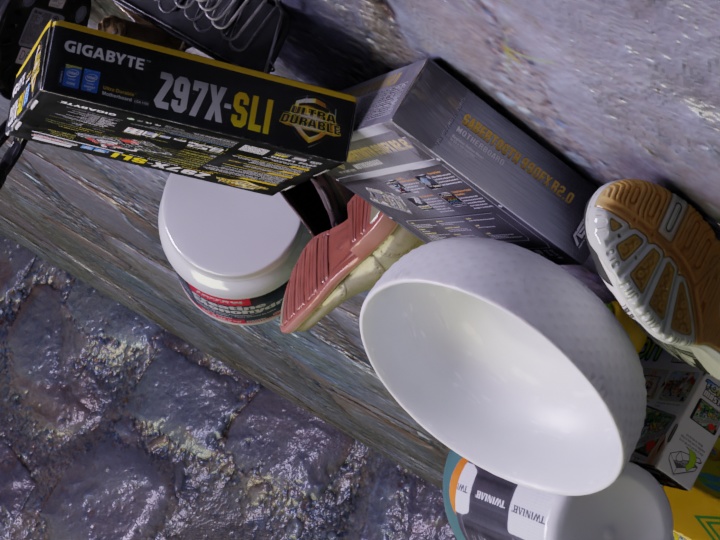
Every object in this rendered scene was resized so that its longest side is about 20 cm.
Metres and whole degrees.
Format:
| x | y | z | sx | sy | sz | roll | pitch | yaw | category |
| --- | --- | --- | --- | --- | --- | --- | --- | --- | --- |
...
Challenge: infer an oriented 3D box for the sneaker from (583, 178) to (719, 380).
| x | y | z | sx | sy | sz | roll | pitch | yaw | category |
| --- | --- | --- | --- | --- | --- | --- | --- | --- | --- |
| 0.187 | 0.015 | 0.871 | 0.200 | 0.076 | 0.087 | 40 | 166 | -31 | sneaker |

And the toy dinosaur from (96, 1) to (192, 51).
| x | y | z | sx | sy | sz | roll | pitch | yaw | category |
| --- | --- | --- | --- | --- | --- | --- | --- | --- | --- |
| -0.132 | -0.169 | 1.012 | 0.101 | 0.058 | 0.200 | 33 | -166 | -4 | toy dinosaur |

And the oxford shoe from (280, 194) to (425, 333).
| x | y | z | sx | sy | sz | roll | pitch | yaw | category |
| --- | --- | --- | --- | --- | --- | --- | --- | --- | --- |
| 0.000 | 0.000 | 1.147 | 0.073 | 0.071 | 0.200 | 20 | 141 | -24 | oxford shoe |

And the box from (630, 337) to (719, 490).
| x | y | z | sx | sy | sz | roll | pitch | yaw | category |
| --- | --- | --- | --- | --- | --- | --- | --- | --- | --- |
| 0.210 | 0.100 | 1.087 | 0.035 | 0.111 | 0.200 | 34 | 169 | -16 | box |

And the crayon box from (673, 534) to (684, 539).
| x | y | z | sx | sy | sz | roll | pitch | yaw | category |
| --- | --- | --- | --- | --- | --- | --- | --- | --- | --- |
| 0.405 | 0.280 | 1.459 | 0.172 | 0.059 | 0.200 | 28 | 168 | 24 | crayon box |

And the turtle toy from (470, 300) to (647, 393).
| x | y | z | sx | sy | sz | roll | pitch | yaw | category |
| --- | --- | --- | --- | --- | --- | --- | --- | --- | --- |
| 0.124 | 0.063 | 1.085 | 0.144 | 0.102 | 0.200 | 14 | 176 | -7 | turtle toy |

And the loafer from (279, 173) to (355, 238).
| x | y | z | sx | sy | sz | roll | pitch | yaw | category |
| --- | --- | --- | --- | --- | --- | --- | --- | --- | --- |
| -0.050 | -0.079 | 1.140 | 0.072 | 0.063 | 0.200 | 21 | 164 | 43 | loafer |

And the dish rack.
| x | y | z | sx | sy | sz | roll | pitch | yaw | category |
| --- | --- | --- | --- | --- | --- | --- | --- | --- | --- |
| -0.122 | -0.192 | 0.848 | 0.152 | 0.055 | 0.200 | 29 | 175 | 11 | dish rack |

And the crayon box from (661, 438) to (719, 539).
| x | y | z | sx | sy | sz | roll | pitch | yaw | category |
| --- | --- | --- | --- | --- | --- | --- | --- | --- | --- |
| 0.333 | 0.205 | 1.211 | 0.199 | 0.051 | 0.127 | 28 | -157 | 24 | crayon box |

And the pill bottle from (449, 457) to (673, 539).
| x | y | z | sx | sy | sz | roll | pitch | yaw | category |
| --- | --- | --- | --- | --- | --- | --- | --- | --- | --- |
| 0.137 | 0.179 | 1.061 | 0.106 | 0.107 | 0.200 | 35 | 169 | -18 | pill bottle |

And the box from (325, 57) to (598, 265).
| x | y | z | sx | sy | sz | roll | pitch | yaw | category |
| --- | --- | --- | --- | --- | --- | --- | --- | --- | --- |
| 0.057 | -0.065 | 0.953 | 0.158 | 0.049 | 0.200 | 35 | 168 | -16 | box |

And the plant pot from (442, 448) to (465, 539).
| x | y | z | sx | sy | sz | roll | pitch | yaw | category |
| --- | --- | --- | --- | --- | --- | --- | --- | --- | --- |
| 0.180 | 0.179 | 1.317 | 0.199 | 0.201 | 0.161 | 29 | 156 | 13 | plant pot |

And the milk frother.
| x | y | z | sx | sy | sz | roll | pitch | yaw | category |
| --- | --- | --- | --- | --- | --- | --- | --- | --- | --- |
| -0.332 | -0.180 | 1.131 | 0.187 | 0.201 | 0.181 | 29 | 172 | 17 | milk frother |

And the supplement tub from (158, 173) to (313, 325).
| x | y | z | sx | sy | sz | roll | pitch | yaw | category |
| --- | --- | --- | --- | --- | --- | --- | --- | --- | --- |
| -0.110 | -0.034 | 1.299 | 0.140 | 0.141 | 0.200 | 31 | 169 | 6 | supplement tub |

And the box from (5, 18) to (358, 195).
| x | y | z | sx | sy | sz | roll | pitch | yaw | category |
| --- | --- | --- | --- | --- | --- | --- | --- | --- | --- |
| -0.121 | -0.100 | 0.929 | 0.198 | 0.050 | 0.159 | 12 | 173 | -19 | box |

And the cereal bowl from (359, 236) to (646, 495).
| x | y | z | sx | sy | sz | roll | pitch | yaw | category |
| --- | --- | --- | --- | --- | --- | --- | --- | --- | --- |
| 0.101 | 0.051 | 0.926 | 0.199 | 0.084 | 0.201 | 29 | 151 | 18 | cereal bowl |
